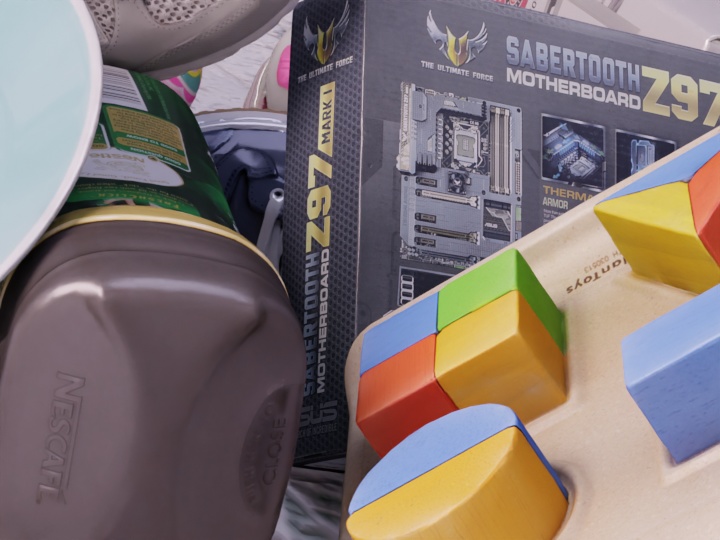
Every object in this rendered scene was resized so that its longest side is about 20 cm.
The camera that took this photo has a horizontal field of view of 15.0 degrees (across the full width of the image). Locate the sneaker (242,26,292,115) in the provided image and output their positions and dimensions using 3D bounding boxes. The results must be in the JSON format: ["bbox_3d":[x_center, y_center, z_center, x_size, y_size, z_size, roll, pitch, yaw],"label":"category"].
[{"bbox_3d":[-0.012,-0.054,1.119,0.088,0.082,0.200,12,-11,16],"label":"sneaker"}]

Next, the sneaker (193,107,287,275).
[{"bbox_3d":[0.000,0.000,0.993,0.199,0.070,0.109,8,27,-14],"label":"sneaker"}]

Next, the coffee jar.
[{"bbox_3d":[-0.073,0.014,0.788,0.085,0.105,0.200,6,19,-15],"label":"coffee jar"}]

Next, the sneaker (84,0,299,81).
[{"bbox_3d":[-0.112,-0.097,0.853,0.199,0.075,0.082,-4,-6,10],"label":"sneaker"}]

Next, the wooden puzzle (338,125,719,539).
[{"bbox_3d":[0.065,0.028,0.726,0.046,0.185,0.200,53,17,-25],"label":"wooden puzzle"}]

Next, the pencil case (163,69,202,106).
[{"bbox_3d":[-0.151,-0.098,1.118,0.199,0.088,0.087,1,23,-48],"label":"pencil case"}]

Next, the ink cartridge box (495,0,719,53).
[{"bbox_3d":[0.114,-0.056,1.172,0.082,0.147,0.200,13,16,-25],"label":"ink cartridge box"}]

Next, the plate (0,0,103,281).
[{"bbox_3d":[-0.162,-0.022,0.759,0.199,0.026,0.201,-11,45,11],"label":"plate"}]

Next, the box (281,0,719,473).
[{"bbox_3d":[0.069,-0.003,0.923,0.199,0.159,0.051,9,-14,-32],"label":"box"}]
